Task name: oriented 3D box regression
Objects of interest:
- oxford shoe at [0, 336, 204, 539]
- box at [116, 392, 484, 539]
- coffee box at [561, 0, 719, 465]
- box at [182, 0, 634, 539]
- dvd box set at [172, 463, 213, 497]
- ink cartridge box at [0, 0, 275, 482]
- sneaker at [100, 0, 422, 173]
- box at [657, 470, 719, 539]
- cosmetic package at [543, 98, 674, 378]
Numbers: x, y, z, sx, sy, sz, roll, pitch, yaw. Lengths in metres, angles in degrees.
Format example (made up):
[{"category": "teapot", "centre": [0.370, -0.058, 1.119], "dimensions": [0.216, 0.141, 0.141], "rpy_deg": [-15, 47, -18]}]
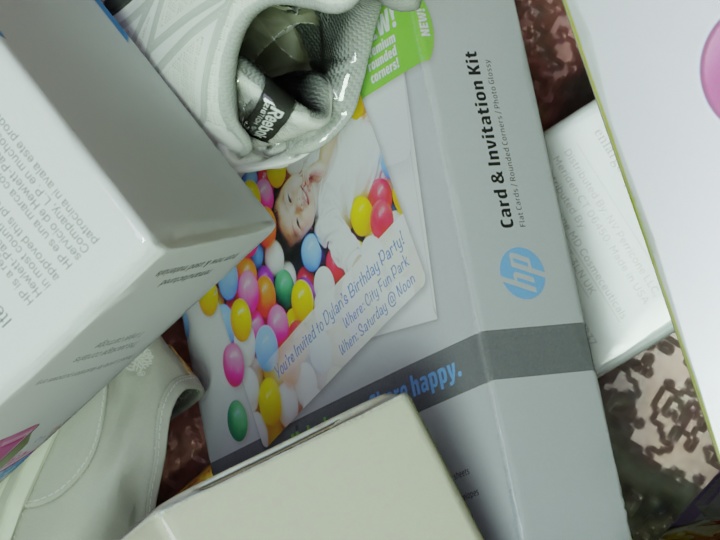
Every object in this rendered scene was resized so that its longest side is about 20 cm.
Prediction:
[{"category": "oxford shoe", "centre": [-0.097, 0.094, 0.755], "dimensions": [0.058, 0.075, 0.200], "rpy_deg": [29, 60, -11]}, {"category": "box", "centre": [0.011, 0.142, 0.667], "dimensions": [0.078, 0.095, 0.200], "rpy_deg": [-24, 81, -26]}, {"category": "coffee box", "centre": [0.166, -0.038, 0.615], "dimensions": [0.197, 0.200, 0.200], "rpy_deg": [-19, 84, 12]}, {"category": "box", "centre": [0.000, 0.000, 0.759], "dimensions": [0.041, 0.156, 0.200], "rpy_deg": [-2, 75, -32]}, {"category": "dvd box set", "centre": [-0.042, 0.151, 0.851], "dimensions": [0.200, 0.029, 0.146], "rpy_deg": [-41, 87, 8]}, {"category": "ink cartridge box", "centre": [-0.147, -0.001, 0.692], "dimensions": [0.200, 0.085, 0.145], "rpy_deg": [-41, 81, 18]}, {"category": "sneaker", "centre": [-0.047, -0.054, 0.730], "dimensions": [0.081, 0.075, 0.200], "rpy_deg": [62, 141, 20]}, {"category": "box", "centre": [0.109, 0.088, 0.738], "dimensions": [0.039, 0.200, 0.042], "rpy_deg": [-5, 92, 15]}, {"category": "cosmetic package", "centre": [0.134, -0.049, 0.776], "dimensions": [0.200, 0.102, 0.074], "rpy_deg": [-34, 87, 8]}]
